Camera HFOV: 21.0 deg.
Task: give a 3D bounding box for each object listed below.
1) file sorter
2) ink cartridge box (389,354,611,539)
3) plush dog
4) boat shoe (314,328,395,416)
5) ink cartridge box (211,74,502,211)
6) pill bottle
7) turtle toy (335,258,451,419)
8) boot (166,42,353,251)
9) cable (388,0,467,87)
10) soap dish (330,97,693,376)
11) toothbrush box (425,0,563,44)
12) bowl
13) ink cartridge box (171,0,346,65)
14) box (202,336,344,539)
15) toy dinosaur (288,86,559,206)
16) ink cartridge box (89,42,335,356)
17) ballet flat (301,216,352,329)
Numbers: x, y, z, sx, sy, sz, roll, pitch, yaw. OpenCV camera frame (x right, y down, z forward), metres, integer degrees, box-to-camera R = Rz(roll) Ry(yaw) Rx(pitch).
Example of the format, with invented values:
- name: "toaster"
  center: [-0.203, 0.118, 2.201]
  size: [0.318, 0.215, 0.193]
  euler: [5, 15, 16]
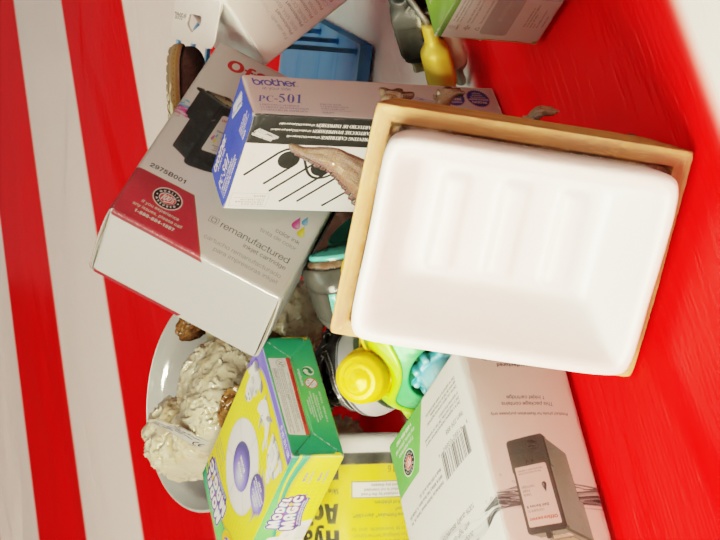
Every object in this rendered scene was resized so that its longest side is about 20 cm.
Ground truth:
- name: "file sorter"
  center: [-0.086, -0.155, 1.745]
  size: [0.200, 0.121, 0.140]
  euler: [-141, 55, -62]
- name: "ink cartridge box"
  center: [0.096, 0.174, 1.320]
  size: [0.146, 0.083, 0.202]
  euler: [122, 143, -52]
- name: "plush dog"
  center: [-0.090, 0.078, 1.646]
  size: [0.161, 0.198, 0.173]
  euler: [78, -162, -56]
- name: "boat shoe"
  center: [-0.012, 0.076, 1.523]
  size: [0.070, 0.066, 0.200]
  euler: [59, -171, -13]
- name: "ink cartridge box"
  center: [-0.001, -0.090, 1.424]
  size: [0.094, 0.198, 0.044]
  euler: [113, 149, -41]
- name: "pill bottle"
  center: [-0.007, 0.230, 1.541]
  size: [0.111, 0.110, 0.202]
  euler: [166, 104, -67]
- name: "turtle toy"
  center: [0.052, 0.012, 1.401]
  size: [0.146, 0.100, 0.202]
  euler: [-20, -65, -70]
- name: "boot"
  center: [-0.068, -0.104, 1.613]
  size: [0.072, 0.165, 0.202]
  euler: [-69, -34, -86]
- name: "cable"
  center: [0.043, -0.210, 1.420]
  size: [0.201, 0.050, 0.098]
  euler: [71, -163, -54]
- name: "soap dish"
  center: [0.091, -0.024, 1.214]
  size: [0.081, 0.198, 0.159]
  euler: [-95, 15, -63]
- name: "toothbrush box"
  center: [0.094, -0.282, 1.353]
  size: [0.146, 0.085, 0.202]
  euler: [123, 143, -52]
- name: "bowl"
  center: [-0.111, 0.123, 1.806]
  size: [0.200, 0.090, 0.203]
  euler: [-8, 80, 53]
- name: "ink cartridge box"
  center: [-0.075, -0.265, 1.579]
  size: [0.126, 0.200, 0.128]
  euler: [55, 167, -21]
- name: "box"
  center: [-0.075, 0.158, 1.506]
  size: [0.201, 0.048, 0.118]
  euler: [112, 150, -43]
- name: "toy dinosaur"
  center: [0.053, -0.047, 1.290]
  size: [0.086, 0.198, 0.137]
  euler: [33, 123, 59]
- name: "ink cartridge box"
  center: [-0.094, -0.058, 1.482]
  size: [0.201, 0.145, 0.083]
  euler: [-63, -1, -39]
- name: "ballet flat"
  center: [0.000, 0.000, 1.503]
  size: [0.200, 0.067, 0.069]
  euler: [-40, -58, -66]
